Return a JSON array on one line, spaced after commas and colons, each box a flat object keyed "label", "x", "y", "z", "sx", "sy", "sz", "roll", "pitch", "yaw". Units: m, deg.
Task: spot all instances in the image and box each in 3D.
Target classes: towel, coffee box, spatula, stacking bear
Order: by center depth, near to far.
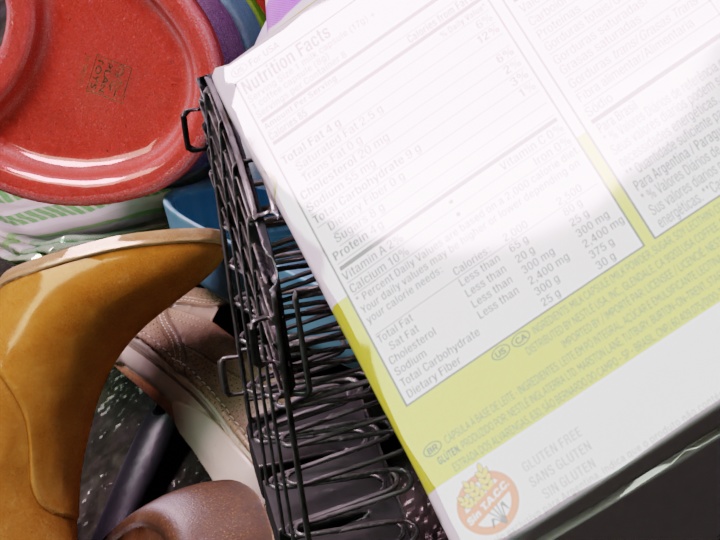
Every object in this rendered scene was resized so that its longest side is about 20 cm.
[{"label": "coffee box", "x": 0.110, "y": -0.009, "z": 0.761, "sx": 0.200, "sy": 0.200, "sz": 0.198, "roll": -35, "pitch": 57, "yaw": 8}, {"label": "spatula", "x": -0.126, "y": 0.138, "z": 1.063, "sx": 0.056, "sy": 0.021, "sz": 0.200, "roll": 11, "pitch": 65, "yaw": 43}, {"label": "stacking bear", "x": -0.088, "y": -0.095, "z": 1.114, "sx": 0.113, "sy": 0.200, "sz": 0.122, "roll": 21, "pitch": 102, "yaw": 10}, {"label": "towel", "x": -0.129, "y": -0.038, "z": 1.142, "sx": 0.152, "sy": 0.023, "sz": 0.200, "roll": -15, "pitch": 19, "yaw": -32}]

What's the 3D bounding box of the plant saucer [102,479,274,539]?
[{"label": "plant saucer", "x": -0.094, "y": 0.171, "z": 0.938, "sx": 0.200, "sy": 0.032, "sz": 0.201, "roll": -48, "pitch": 28, "yaw": 36}]

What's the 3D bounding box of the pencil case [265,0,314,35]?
[{"label": "pencil case", "x": 0.003, "y": -0.134, "z": 1.005, "sx": 0.084, "sy": 0.085, "sz": 0.201, "roll": -20, "pitch": 59, "yaw": 32}]

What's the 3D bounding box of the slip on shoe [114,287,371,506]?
[{"label": "slip on shoe", "x": -0.063, "y": 0.035, "z": 1.044, "sx": 0.061, "sy": 0.076, "sz": 0.200, "roll": -55, "pitch": 40, "yaw": 10}]

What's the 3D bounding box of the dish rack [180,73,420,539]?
[{"label": "dish rack", "x": -0.017, "y": 0.034, "z": 0.833, "sx": 0.054, "sy": 0.200, "sz": 0.154, "roll": -13, "pitch": 36, "yaw": -8}]

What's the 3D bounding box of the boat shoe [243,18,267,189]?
[{"label": "boat shoe", "x": 0.014, "y": -0.107, "z": 1.070, "sx": 0.071, "sy": 0.072, "sz": 0.200, "roll": 20, "pitch": 54, "yaw": 23}]

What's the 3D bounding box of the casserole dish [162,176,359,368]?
[{"label": "casserole dish", "x": 0.000, "y": 0.000, "z": 1.003, "sx": 0.200, "sy": 0.121, "sz": 0.039, "roll": 25, "pitch": 117, "yaw": 51}]

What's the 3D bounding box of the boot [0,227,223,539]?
[{"label": "boot", "x": -0.126, "y": 0.077, "z": 0.969, "sx": 0.201, "sy": 0.071, "sz": 0.144, "roll": -22, "pitch": 74, "yaw": 15}]
